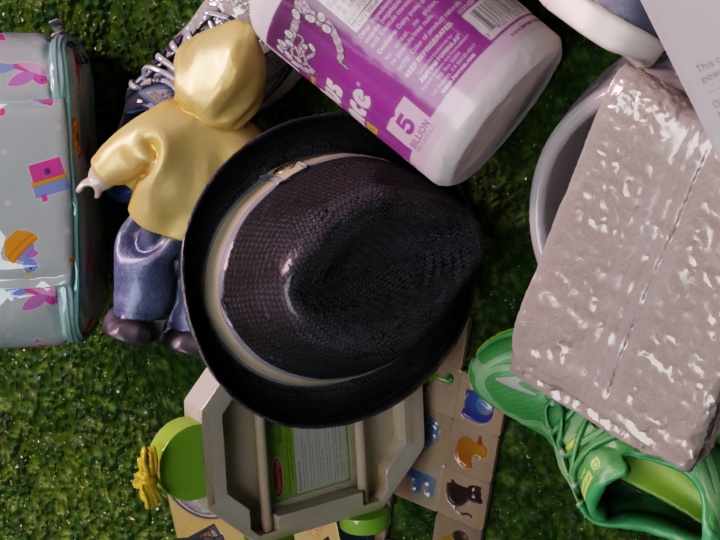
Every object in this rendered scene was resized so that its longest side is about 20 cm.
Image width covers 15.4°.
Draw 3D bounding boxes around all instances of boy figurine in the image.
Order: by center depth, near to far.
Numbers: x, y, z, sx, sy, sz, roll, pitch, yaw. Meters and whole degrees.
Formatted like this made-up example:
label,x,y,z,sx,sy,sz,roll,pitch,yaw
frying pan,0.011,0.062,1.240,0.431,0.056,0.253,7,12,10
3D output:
label,x,y,z,sx,sy,sz,roll,pitch,yaw
boy figurine,-0.104,-0.053,1.573,0.124,0.064,0.201,10,101,-12

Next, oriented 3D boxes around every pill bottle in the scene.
label,x,y,z,sx,sy,sz,roll,pitch,yaw
pill bottle,0.008,-0.149,1.525,0.200,0.112,0.112,40,123,10

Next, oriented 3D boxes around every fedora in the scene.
label,x,y,z,sx,sy,sz,roll,pitch,yaw
fedora,0.000,0.000,1.527,0.091,0.200,0.202,1,109,61

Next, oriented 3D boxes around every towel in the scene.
label,x,y,z,sx,sy,sz,roll,pitch,yaw
towel,0.165,0.002,1.461,0.132,0.034,0.201,31,119,19

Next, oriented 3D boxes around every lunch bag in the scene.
label,x,y,z,sx,sy,sz,roll,pitch,yaw
lunch bag,-0.201,-0.056,1.665,0.077,0.160,0.201,-2,94,2

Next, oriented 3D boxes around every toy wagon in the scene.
label,x,y,z,sx,sy,sz,roll,pitch,yaw
toy wagon,-0.051,0.095,1.596,0.040,0.199,0.156,25,123,55

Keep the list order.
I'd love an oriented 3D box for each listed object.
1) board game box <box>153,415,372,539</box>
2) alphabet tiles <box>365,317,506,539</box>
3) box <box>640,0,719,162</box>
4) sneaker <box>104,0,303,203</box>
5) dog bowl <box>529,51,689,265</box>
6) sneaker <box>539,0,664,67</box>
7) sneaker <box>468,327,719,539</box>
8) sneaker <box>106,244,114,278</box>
label,x,y,z,sx,sy,sz,roll,pitch,yaw
board game box,-0.052,0.194,1.727,0.135,0.035,0.201,0,109,34
alphabet tiles,0.012,0.105,1.680,0.167,0.008,0.201,21,116,26
box,0.259,-0.168,1.329,0.199,0.171,0.201,-25,93,35
sneaker,-0.097,-0.111,1.629,0.077,0.085,0.200,42,122,14
dog bowl,0.183,-0.027,1.495,0.199,0.059,0.201,11,111,30
sneaker,0.106,-0.196,1.489,0.200,0.075,0.085,36,100,24
sneaker,0.144,0.097,1.543,0.200,0.084,0.074,31,128,21
sneaker,-0.084,-0.024,1.638,0.082,0.077,0.200,36,131,-26
